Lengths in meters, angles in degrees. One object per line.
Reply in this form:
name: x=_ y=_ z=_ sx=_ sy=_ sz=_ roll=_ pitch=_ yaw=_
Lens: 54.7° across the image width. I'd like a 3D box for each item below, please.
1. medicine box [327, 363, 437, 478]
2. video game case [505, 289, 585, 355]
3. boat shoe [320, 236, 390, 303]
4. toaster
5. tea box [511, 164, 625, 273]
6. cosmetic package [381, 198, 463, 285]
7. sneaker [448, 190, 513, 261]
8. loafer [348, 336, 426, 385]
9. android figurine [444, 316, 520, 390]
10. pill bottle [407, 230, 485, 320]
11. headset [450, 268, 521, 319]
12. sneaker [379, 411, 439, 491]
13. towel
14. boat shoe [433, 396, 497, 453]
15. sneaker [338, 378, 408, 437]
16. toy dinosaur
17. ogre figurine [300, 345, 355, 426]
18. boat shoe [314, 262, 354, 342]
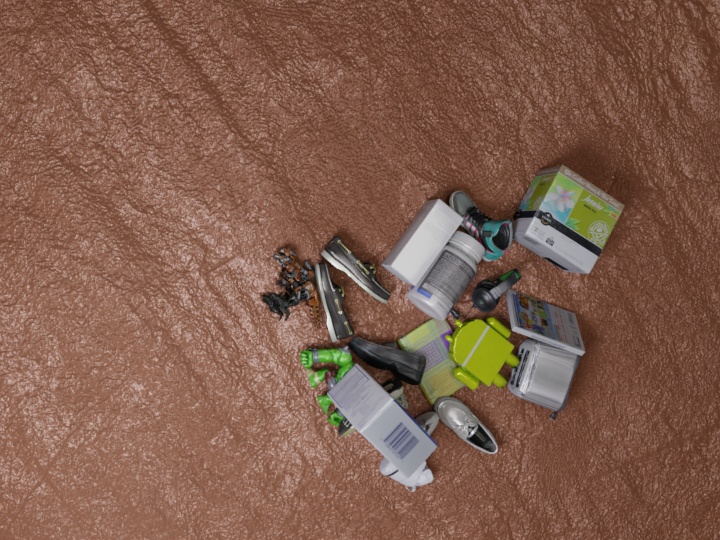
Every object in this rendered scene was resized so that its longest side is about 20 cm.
medicine box: x=0.046 y=0.331 z=1.551 sx=0.103 sy=0.200 sz=0.182 roll=-44 pitch=118 yaw=-6
video game case: x=0.462 y=0.128 z=1.747 sx=0.198 sy=0.144 sz=0.018 roll=20 pitch=128 yaw=-12
boat shoe: x=0.000 y=0.000 z=1.668 sx=0.201 sy=0.072 sz=0.061 roll=39 pitch=90 yaw=-10
toaster: x=0.459 y=0.265 z=1.759 sx=0.128 sy=0.114 sz=0.202 roll=18 pitch=89 yaw=-8
tea box: x=0.507 y=-0.126 z=1.737 sx=0.199 sy=0.134 sz=0.198 roll=29 pitch=86 yaw=-11
cosmetic package: x=0.147 y=-0.069 z=1.682 sx=0.085 sy=0.108 sz=0.201 roll=36 pitch=87 yaw=-11
sneaker: x=0.302 y=-0.115 z=1.695 sx=0.084 sy=0.121 sz=0.201 roll=-41 pitch=101 yaw=-25
loafer: x=0.067 y=0.206 z=1.701 sx=0.199 sy=0.073 sz=0.073 roll=28 pitch=66 yaw=-3
android figurine: x=0.300 y=0.202 z=1.738 sx=0.199 sy=0.041 sz=0.183 roll=35 pitch=81 yaw=-11
pill bottle: x=0.211 y=0.010 z=1.691 sx=0.113 sy=0.114 sz=0.201 roll=38 pitch=80 yaw=-11
headset: x=0.302 y=0.052 z=1.719 sx=0.200 sy=0.123 sz=0.094 roll=-39 pitch=88 yaw=18
sneaker: x=0.148 y=0.451 z=1.726 sx=0.115 sy=0.075 sz=0.200 roll=41 pitch=90 yaw=-11
towel: x=0.193 y=0.226 z=1.748 sx=0.143 sy=0.023 sz=0.201 roll=-31 pitch=97 yaw=-8
boat shoe: x=0.267 y=0.391 z=1.741 sx=0.072 sy=0.066 sz=0.200 roll=-45 pitch=106 yaw=-3
sneaker: x=0.038 y=0.357 z=1.702 sx=0.199 sy=0.077 sz=0.089 roll=-34 pitch=107 yaw=-6
toy dinosaur: x=-0.151 y=0.049 z=1.640 sx=0.135 sy=0.102 sz=0.200 roll=-33 pitch=77 yaw=-25
ogre figurine: x=-0.056 y=0.266 z=1.664 sx=0.119 sy=0.098 sz=0.202 roll=-22 pitch=86 yaw=2
boat shoe: x=-0.063 y=0.070 z=1.659 sx=0.060 sy=0.072 sz=0.203 roll=-14 pitch=108 yaw=-3
